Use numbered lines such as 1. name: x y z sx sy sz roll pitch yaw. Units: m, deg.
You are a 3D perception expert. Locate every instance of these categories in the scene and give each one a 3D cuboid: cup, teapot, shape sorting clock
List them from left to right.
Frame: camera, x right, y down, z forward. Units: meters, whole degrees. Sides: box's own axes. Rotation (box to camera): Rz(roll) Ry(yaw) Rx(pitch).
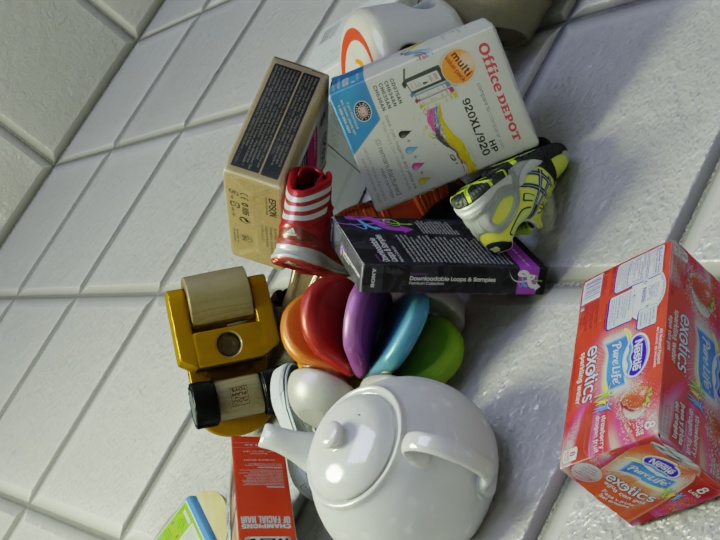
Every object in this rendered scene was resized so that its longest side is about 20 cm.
1. shape sorting clock: -0.211 0.351 1.585 0.200 0.039 0.201 -39 29 27
2. teapot: 0.023 0.176 1.256 0.200 0.146 0.198 -44 39 17
3. cup: 0.171 -0.366 1.749 0.200 0.199 0.145 -11 74 55

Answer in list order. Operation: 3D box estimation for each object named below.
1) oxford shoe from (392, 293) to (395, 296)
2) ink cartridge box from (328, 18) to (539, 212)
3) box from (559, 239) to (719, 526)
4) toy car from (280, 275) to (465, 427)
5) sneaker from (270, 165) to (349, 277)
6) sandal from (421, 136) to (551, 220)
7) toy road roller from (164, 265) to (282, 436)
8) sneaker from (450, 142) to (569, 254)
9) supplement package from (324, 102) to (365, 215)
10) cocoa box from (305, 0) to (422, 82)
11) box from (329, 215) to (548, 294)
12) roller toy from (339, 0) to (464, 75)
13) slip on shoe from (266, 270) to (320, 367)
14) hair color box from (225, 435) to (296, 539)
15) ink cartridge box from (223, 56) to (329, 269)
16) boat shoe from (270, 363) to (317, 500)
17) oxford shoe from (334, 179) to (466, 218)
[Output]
1. oxford shoe: 0.000 0.000 1.674 0.075 0.058 0.200 -51 23 6
2. ink cartridge box: 0.083 -0.181 1.550 0.199 0.148 0.145 -22 13 6
3. box: 0.236 0.089 1.098 0.099 0.095 0.201 -30 33 40
4. toy car: 0.007 0.067 1.422 0.199 0.150 0.176 3 53 29
5. sneaker: -0.038 -0.052 1.518 0.200 0.078 0.117 23 -104 -79
6. sandal: 0.144 -0.076 1.554 0.199 0.045 0.075 -36 30 1
7. toy road roller: -0.169 0.105 1.683 0.146 0.122 0.202 144 115 -75
8. sneaker: 0.165 -0.078 1.441 0.075 0.077 0.200 -21 9 43
9. supplement package: -0.061 -0.136 1.894 0.109 0.114 0.201 -18 40 49
10. cocoa box: 0.030 -0.293 1.925 0.199 0.131 0.134 -23 36 47
11. box: 0.078 -0.016 1.415 0.143 0.198 0.036 -122 38 -64
12. roller toy: 0.065 -0.245 1.713 0.183 0.139 0.201 104 150 -55
13. slip on shoe: -0.086 0.048 1.693 0.076 0.060 0.201 -82 17 -54
14. hair color box: -0.106 0.276 1.419 0.200 0.063 0.112 -107 21 -60
15. ink cartridge box: -0.096 -0.122 1.592 0.200 0.075 0.166 93 -164 -63
16. boat shoe: -0.049 0.170 1.531 0.071 0.072 0.201 -36 39 14
17. oxford shoe: 0.038 -0.059 1.632 0.198 0.072 0.073 -17 11 5
